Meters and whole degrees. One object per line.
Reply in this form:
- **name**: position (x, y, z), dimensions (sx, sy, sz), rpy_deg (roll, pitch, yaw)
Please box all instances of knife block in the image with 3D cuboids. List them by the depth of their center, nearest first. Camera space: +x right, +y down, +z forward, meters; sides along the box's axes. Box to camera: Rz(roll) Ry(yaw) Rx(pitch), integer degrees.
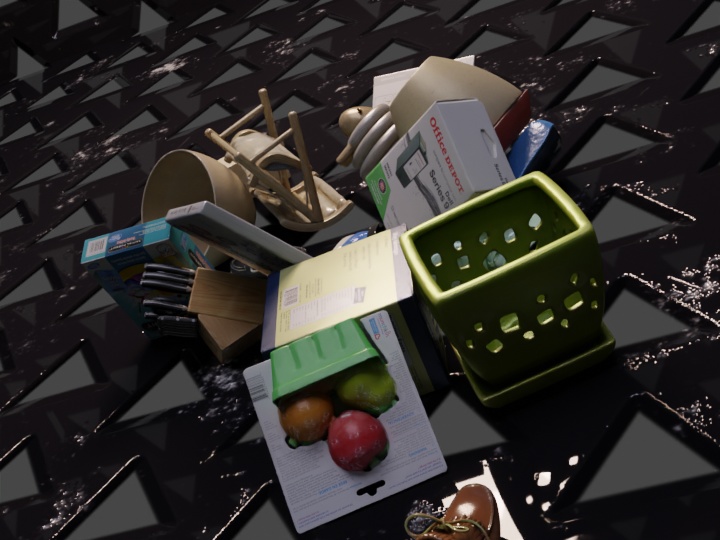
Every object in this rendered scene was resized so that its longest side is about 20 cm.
- **knife block**: position (-0.207, 0.032, 1.786), dimensions (0.199, 0.176, 0.064), rpy_deg (-33, -15, -18)

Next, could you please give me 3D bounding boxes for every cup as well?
- **cup**: position (0.127, -0.236, 1.890), dimensions (0.201, 0.143, 0.200), rpy_deg (-50, -1, -1)

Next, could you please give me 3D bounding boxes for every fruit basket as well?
- **fruit basket**: position (-0.019, 0.168, 1.414), dimensions (0.183, 0.203, 0.094), rpy_deg (-24, -16, 3)

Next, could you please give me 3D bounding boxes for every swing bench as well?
- **swing bench**: position (-0.134, -0.167, 2.077), dimensions (0.129, 0.201, 0.199), rpy_deg (-36, 27, -7)

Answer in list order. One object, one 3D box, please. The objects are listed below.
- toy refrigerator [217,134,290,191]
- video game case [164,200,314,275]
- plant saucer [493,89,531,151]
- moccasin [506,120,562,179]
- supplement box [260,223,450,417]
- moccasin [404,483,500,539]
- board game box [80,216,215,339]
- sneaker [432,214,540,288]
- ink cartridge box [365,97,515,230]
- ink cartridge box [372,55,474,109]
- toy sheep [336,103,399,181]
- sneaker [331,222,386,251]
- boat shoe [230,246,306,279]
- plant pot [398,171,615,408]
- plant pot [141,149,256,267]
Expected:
- **toy refrigerator**: position (-0.235, -0.164, 2.284), dimensions (0.198, 0.077, 0.070), rpy_deg (-31, 27, -12)
- **video game case**: position (-0.156, -0.036, 1.712), dimensions (0.024, 0.198, 0.181), rpy_deg (-66, 21, -11)
- **plant saucer**: position (0.172, -0.153, 1.864), dimensions (0.200, 0.037, 0.200), rpy_deg (-49, -2, -43)
- **moccasin**: position (0.228, -0.120, 1.808), dimensions (0.200, 0.068, 0.080), rpy_deg (-49, 41, 1)
- **supplement box**: position (-0.007, 0.072, 1.578), dimensions (0.197, 0.136, 0.201), rpy_deg (-20, 27, 9)
- **moccasin**: position (0.077, 0.274, 1.193), dimensions (0.073, 0.079, 0.202), rpy_deg (-2, 34, 38)
- **board game box**: position (-0.295, 0.015, 1.855), dimensions (0.149, 0.201, 0.047), rpy_deg (-14, 48, 19)
- **sneaker**: position (0.169, -0.014, 1.657), dimensions (0.198, 0.075, 0.118), rpy_deg (-24, 22, -2)
- **ink cartridge box**: position (0.108, -0.122, 1.725), dimensions (0.083, 0.148, 0.200), rpy_deg (-9, -23, -36)
- **ink cartridge box**: position (0.108, -0.253, 2.093), dimensions (0.197, 0.045, 0.179), rpy_deg (-7, 66, 30)
- **toy sheep**: position (0.046, -0.188, 2.003), dimensions (0.138, 0.199, 0.138), rpy_deg (-49, -4, -5)
- **sneaker**: position (-0.001, -0.001, 1.776), dimensions (0.110, 0.078, 0.200), rpy_deg (-19, 18, 32)
- **boat shoe**: position (-0.141, -0.011, 1.933), dimensions (0.074, 0.061, 0.199), rpy_deg (-39, 29, -27)
- **plant pot**: position (0.176, 0.030, 1.449), dimensions (0.197, 0.184, 0.200), rpy_deg (-23, 26, 0)
- **plant pot**: position (-0.251, -0.092, 2.071), dimensions (0.198, 0.204, 0.133), rpy_deg (4, 2, 44)
